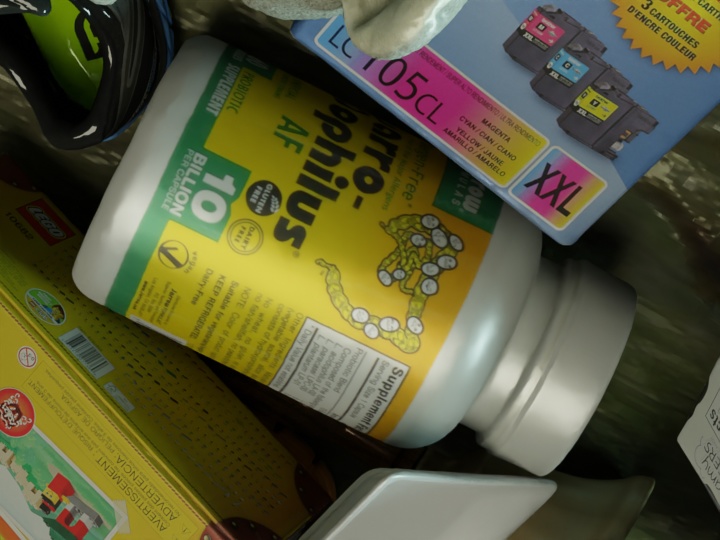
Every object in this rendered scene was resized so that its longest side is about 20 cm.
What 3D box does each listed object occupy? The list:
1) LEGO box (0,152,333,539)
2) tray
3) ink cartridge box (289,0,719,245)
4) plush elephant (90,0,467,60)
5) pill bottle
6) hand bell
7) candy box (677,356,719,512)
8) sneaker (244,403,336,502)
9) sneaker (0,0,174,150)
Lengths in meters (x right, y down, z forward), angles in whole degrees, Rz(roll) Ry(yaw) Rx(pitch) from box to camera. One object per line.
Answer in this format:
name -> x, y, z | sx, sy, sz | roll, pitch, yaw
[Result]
LEGO box -> -0.135, 0.079, 0.879 | 0.200, 0.077, 0.149 | 47, 117, 6
tray -> -0.019, 0.138, 0.864 | 0.107, 0.022, 0.200 | 8, 132, -50
ink cartridge box -> 0.089, -0.123, 0.758 | 0.136, 0.076, 0.200 | 36, 124, -11
plush elephant -> -0.039, -0.147, 0.695 | 0.199, 0.165, 0.156 | -6, 102, -27
pill bottle -> 0.000, 0.000, 0.843 | 0.199, 0.113, 0.113 | 27, 127, -4
hand bell -> 0.014, 0.078, 0.928 | 0.200, 0.104, 0.104 | 33, 127, 7
candy box -> 0.229, 0.012, 0.770 | 0.167, 0.072, 0.201 | -1, 132, -25
sneaker -> -0.100, 0.072, 0.943 | 0.200, 0.077, 0.078 | 34, 127, -8
sneaker -> -0.129, -0.133, 0.802 | 0.070, 0.083, 0.200 | -12, 120, 22
